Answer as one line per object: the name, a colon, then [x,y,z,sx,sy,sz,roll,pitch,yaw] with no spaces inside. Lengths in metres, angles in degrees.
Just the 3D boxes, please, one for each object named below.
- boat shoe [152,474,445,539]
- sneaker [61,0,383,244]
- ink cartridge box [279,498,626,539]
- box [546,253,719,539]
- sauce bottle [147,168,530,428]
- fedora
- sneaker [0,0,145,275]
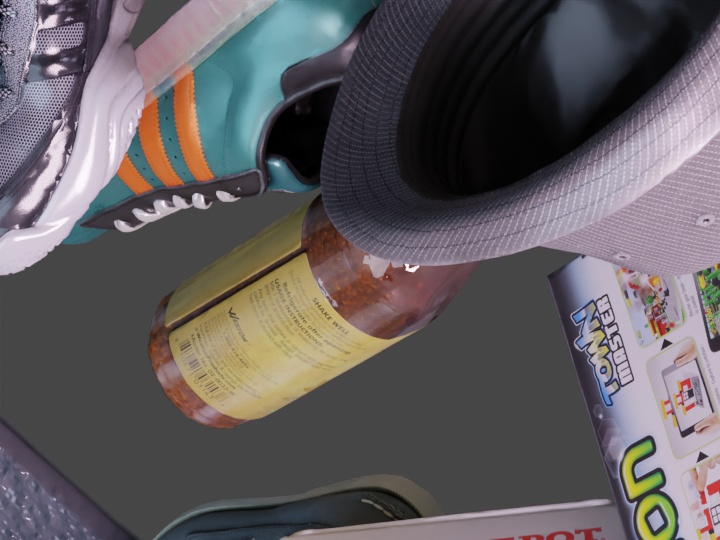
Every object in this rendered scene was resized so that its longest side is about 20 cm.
boat shoe: [-0.049,0.137,1.115,0.199,0.062,0.073,-23,100,42]
sneaker: [-0.056,-0.050,1.006,0.080,0.071,0.200,53,133,2]
ink cartridge box: [0.042,0.179,0.951,0.145,0.200,0.084,-6,122,3]
box: [0.136,0.070,0.898,0.110,0.035,0.201,-34,64,44]
sauce bottle: [0.000,0.000,0.998,0.200,0.066,0.066,-28,97,43]
fedora: [0.090,-0.059,0.859,0.199,0.178,0.090,-27,127,37]
sneaker: [-0.127,-0.105,0.944,0.075,0.113,0.201,22,89,55]
